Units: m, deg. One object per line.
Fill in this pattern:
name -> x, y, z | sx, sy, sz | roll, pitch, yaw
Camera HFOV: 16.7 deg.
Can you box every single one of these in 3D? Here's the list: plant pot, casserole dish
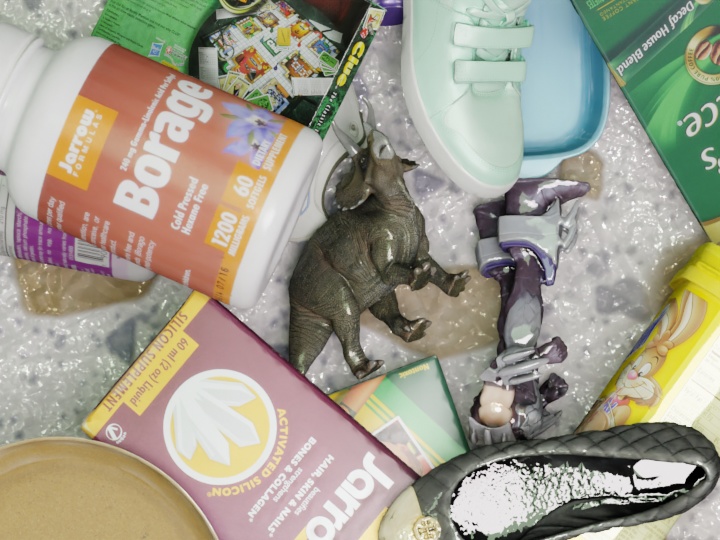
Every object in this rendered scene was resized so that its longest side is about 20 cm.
plant pot -> -0.167, 0.191, 1.414 | 0.198, 0.027, 0.202 | 1, 99, 7
casserole dish -> 0.096, -0.155, 1.558 | 0.120, 0.039, 0.202 | -3, 84, 2

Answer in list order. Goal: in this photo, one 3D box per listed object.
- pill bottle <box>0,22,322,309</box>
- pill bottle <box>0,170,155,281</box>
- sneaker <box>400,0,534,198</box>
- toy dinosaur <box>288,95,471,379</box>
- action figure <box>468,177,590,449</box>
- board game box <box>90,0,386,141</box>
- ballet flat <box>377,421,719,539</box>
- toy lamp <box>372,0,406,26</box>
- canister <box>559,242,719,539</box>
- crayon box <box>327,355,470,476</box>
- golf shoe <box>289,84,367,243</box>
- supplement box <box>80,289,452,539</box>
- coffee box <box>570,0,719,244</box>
pill bottle -> -0.131, -0.065, 1.408 | 0.199, 0.112, 0.113 | 23, 86, 2
pill bottle -> -0.214, -0.065, 1.521 | 0.198, 0.112, 0.113 | 12, 85, 2
sneaker -> 0.082, -0.148, 1.457 | 0.073, 0.118, 0.202 | -9, 88, -38
toy dinosaur -> 0.000, 0.000, 1.517 | 0.102, 0.077, 0.201 | 47, 124, 27
action figure -> 0.099, 0.047, 1.500 | 0.069, 0.130, 0.201 | 5, 74, -1
board game box -> -0.080, -0.149, 1.511 | 0.199, 0.023, 0.105 | 30, 97, 37
ballet flat -> 0.105, 0.124, 1.382 | 0.199, 0.057, 0.067 | -16, 89, 3
toy lamp -> 0.010, -0.252, 1.540 | 0.058, 0.058, 0.201 | -7, 74, 1
canister -> 0.182, 0.091, 1.480 | 0.086, 0.149, 0.201 | 35, 88, 4
crayon box -> -0.016, 0.169, 1.521 | 0.199, 0.058, 0.174 | -20, 85, -1
golf shoe -> -0.033, -0.114, 1.552 | 0.097, 0.078, 0.201 | 18, 89, -17
supplement box -> -0.054, 0.117, 1.454 | 0.200, 0.086, 0.111 | 40, 86, 3
coffee box -> 0.219, -0.128, 1.500 | 0.122, 0.044, 0.201 | -30, 113, 5
